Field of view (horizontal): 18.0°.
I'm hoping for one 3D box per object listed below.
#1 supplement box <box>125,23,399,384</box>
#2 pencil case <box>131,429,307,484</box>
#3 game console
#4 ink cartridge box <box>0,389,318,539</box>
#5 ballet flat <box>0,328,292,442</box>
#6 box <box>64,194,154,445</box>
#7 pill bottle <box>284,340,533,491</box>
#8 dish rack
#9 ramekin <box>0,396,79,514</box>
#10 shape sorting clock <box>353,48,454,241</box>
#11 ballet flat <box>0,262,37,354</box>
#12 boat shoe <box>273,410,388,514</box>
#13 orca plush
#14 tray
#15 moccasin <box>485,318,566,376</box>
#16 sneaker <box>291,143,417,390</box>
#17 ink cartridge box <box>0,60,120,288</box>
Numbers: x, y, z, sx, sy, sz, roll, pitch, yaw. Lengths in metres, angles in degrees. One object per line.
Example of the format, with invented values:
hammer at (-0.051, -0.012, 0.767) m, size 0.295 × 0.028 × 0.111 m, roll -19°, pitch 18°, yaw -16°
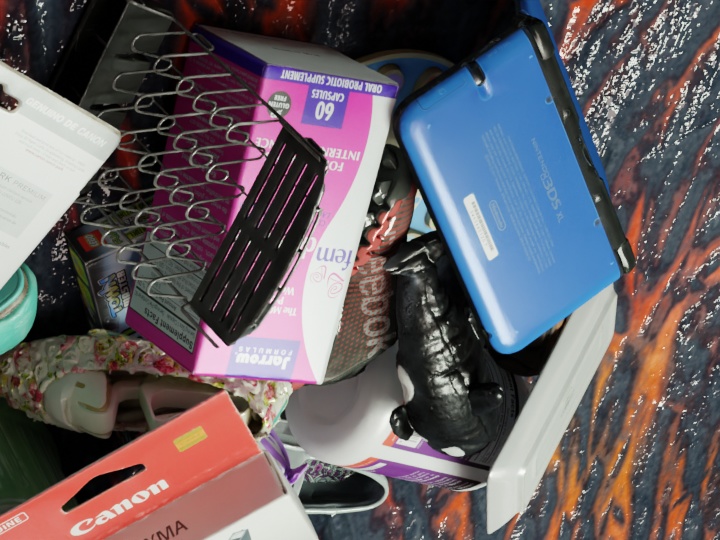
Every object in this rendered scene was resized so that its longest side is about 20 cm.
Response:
supplement box at (-0.064, -0.040, 1.426) m, size 0.101 × 0.103 × 0.201 m, roll 5°, pitch 107°, yaw -34°
pencil case at (-0.132, 0.175, 1.576) m, size 0.200 × 0.085 × 0.084 m, roll -47°, pitch 178°, yaw 25°
game console at (0.097, -0.079, 1.498) m, size 0.170 × 0.118 × 0.200 m, roll -34°, pitch 121°, yaw -15°
ink cartridge box at (-0.140, 0.176, 1.461) m, size 0.200 × 0.045 × 0.176 m, roll -29°, pitch 149°, yaw -2°
ballet flat at (-0.144, 0.080, 1.482) m, size 0.199 × 0.064 × 0.076 m, roll 0°, pitch 126°, yaw 0°
box at (-0.127, 0.034, 1.540) m, size 0.110 × 0.035 × 0.200 m, roll -25°, pitch 137°, yaw -16°
pill bottle at (0.046, 0.099, 1.669) m, size 0.200 × 0.113 × 0.113 m, roll 17°, pitch 114°, yaw -45°
dish rack at (-0.110, -0.057, 1.351) m, size 0.054 × 0.200 × 0.154 m, roll -2°, pitch 128°, yaw -49°
ramekin at (-0.275, 0.189, 1.516) m, size 0.199 × 0.098 × 0.200 m, roll -21°, pitch 136°, yaw -21°
shape sorting clock at (0.005, -0.059, 1.553) m, size 0.199 × 0.039 × 0.200 m, roll -21°, pitch 136°, yaw -21°
ballet flat at (-0.287, 0.060, 1.422) m, size 0.200 × 0.067 × 0.070 m, roll -29°, pitch 153°, yaw -9°
boat shoe at (-0.062, 0.144, 1.656) m, size 0.200 × 0.072 × 0.070 m, roll 6°, pitch 123°, yaw -37°
orca plush at (0.074, 0.059, 1.524) m, size 0.105 × 0.071 × 0.201 m, roll -38°, pitch 137°, yaw -41°
tray at (0.142, 0.092, 1.647) m, size 0.200 × 0.022 × 0.107 m, roll -60°, pitch 163°, yaw -24°
moccasin at (0.124, -0.021, 1.634) m, size 0.078 × 0.073 × 0.202 m, roll -29°, pitch 121°, yaw -53°
sneaker at (0.000, 0.000, 1.521) m, size 0.098 × 0.071 × 0.201 m, roll 5°, pitch 126°, yaw -33°
ink cartridge box at (-0.267, -0.070, 1.303) m, size 0.176 × 0.084 × 0.200 m, roll -48°, pitch 139°, yaw 10°
